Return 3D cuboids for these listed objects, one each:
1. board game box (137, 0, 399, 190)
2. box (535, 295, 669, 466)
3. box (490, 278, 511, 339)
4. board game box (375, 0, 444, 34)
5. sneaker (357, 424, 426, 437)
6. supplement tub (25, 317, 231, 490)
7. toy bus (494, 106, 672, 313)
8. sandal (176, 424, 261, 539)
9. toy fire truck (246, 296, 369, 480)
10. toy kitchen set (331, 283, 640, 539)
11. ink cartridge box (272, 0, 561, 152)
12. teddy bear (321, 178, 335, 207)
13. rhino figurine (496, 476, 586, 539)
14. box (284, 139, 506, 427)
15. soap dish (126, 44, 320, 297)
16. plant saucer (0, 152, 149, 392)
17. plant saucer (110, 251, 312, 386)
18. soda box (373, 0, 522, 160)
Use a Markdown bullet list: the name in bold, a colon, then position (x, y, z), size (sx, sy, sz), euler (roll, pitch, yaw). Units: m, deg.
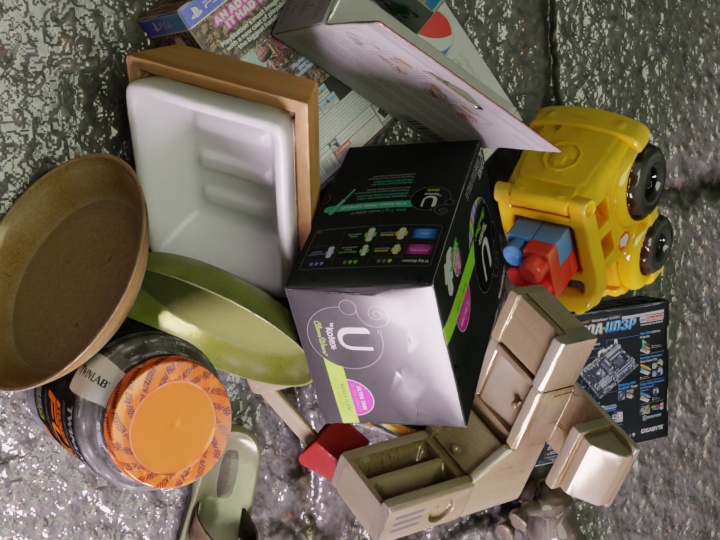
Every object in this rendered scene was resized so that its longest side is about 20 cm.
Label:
- **board game box**: position (-0.066, -0.189, 1.053), size (0.159, 0.097, 0.200), euler (-43, 115, -20)
- **box**: position (0.254, 0.118, 1.308), size (0.199, 0.046, 0.160), euler (-7, 99, -30)
- **box**: position (0.097, -0.018, 1.162), size (0.068, 0.082, 0.201), euler (-17, 114, 12)
- **board game box**: position (0.023, -0.335, 1.066), size (0.200, 0.064, 0.148), euler (39, 74, -4)
- **sneaker**: position (0.062, 0.131, 1.183), size (0.199, 0.078, 0.078), euler (14, 89, -42)
- **supplement tub**: position (-0.186, 0.103, 0.955), size (0.122, 0.200, 0.123), euler (-3, 97, -30)
- **toy bus**: position (0.206, -0.028, 1.165), size (0.192, 0.135, 0.201), euler (-53, 140, -31)
- **sandal**: position (-0.127, 0.244, 1.090), size (0.079, 0.057, 0.203), euler (3, 94, -31)
- **toy fire truck**: position (-0.063, 0.086, 1.086), size (0.200, 0.141, 0.049), euler (38, 39, 6)
- **toy kitchen set**: position (0.113, 0.149, 1.027), size (0.180, 0.163, 0.201), euler (-9, 132, -36)
- **ink cartridge box**: position (0.050, -0.162, 0.966), size (0.199, 0.176, 0.045), euler (30, 80, -30)
- **teddy bear**: position (0.000, 0.000, 1.142), size (0.145, 0.067, 0.201), euler (-39, 120, -16)
- **rhino figurine**: position (0.217, 0.312, 1.301), size (0.087, 0.060, 0.201), euler (-41, 118, -32)
- **box**: position (0.036, 0.008, 0.982), size (0.201, 0.123, 0.149), euler (-69, 151, -48)
- **soap dish**: position (-0.105, -0.083, 0.978), size (0.201, 0.156, 0.081), euler (91, 23, -43)
- **plant saucer**: position (-0.230, 0.005, 0.928), size (0.035, 0.200, 0.201), euler (35, 77, -45)
- **plant saucer**: position (-0.123, 0.037, 0.991), size (0.200, 0.199, 0.031), euler (37, 65, -28)
- **soda box**: position (0.070, -0.199, 1.153), size (0.068, 0.064, 0.200), euler (-47, 115, -18)
